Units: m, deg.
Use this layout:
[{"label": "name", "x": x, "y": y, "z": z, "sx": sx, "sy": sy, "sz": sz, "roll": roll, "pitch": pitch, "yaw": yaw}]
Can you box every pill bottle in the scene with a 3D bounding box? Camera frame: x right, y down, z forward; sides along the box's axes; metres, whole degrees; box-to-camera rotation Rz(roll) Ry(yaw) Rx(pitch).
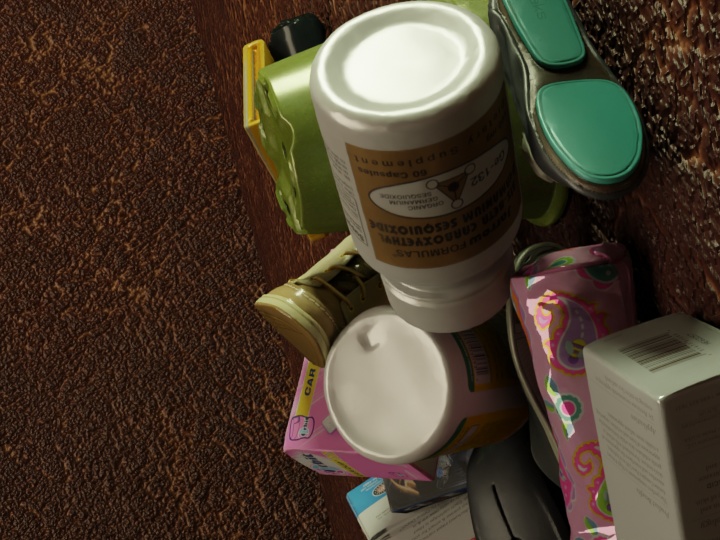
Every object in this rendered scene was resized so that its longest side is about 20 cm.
[{"label": "pill bottle", "x": 0.069, "y": 0.079, "z": 1.005, "sx": 0.200, "sy": 0.112, "sz": 0.113, "roll": 0, "pitch": -109, "yaw": -58}, {"label": "pill bottle", "x": 0.042, "y": -0.056, "z": 0.837, "sx": 0.200, "sy": 0.114, "sz": 0.115, "roll": 74, "pitch": 174, "yaw": -47}]

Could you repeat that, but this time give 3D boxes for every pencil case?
[{"label": "pencil case", "x": 0.156, "y": 0.084, "z": 0.860, "sx": 0.087, "sy": 0.087, "sz": 0.201, "roll": -173, "pitch": 68, "yaw": -79}]

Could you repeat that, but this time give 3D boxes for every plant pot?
[{"label": "plant pot", "x": 0.028, "y": -0.106, "z": 0.974, "sx": 0.200, "sy": 0.189, "sz": 0.201, "roll": 164, "pitch": 90, "yaw": -80}]

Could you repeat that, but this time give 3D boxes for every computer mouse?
[{"label": "computer mouse", "x": 0.132, "y": 0.197, "z": 1.055, "sx": 0.138, "sy": 0.053, "sz": 0.201, "roll": -40, "pitch": 48, "yaw": 31}]

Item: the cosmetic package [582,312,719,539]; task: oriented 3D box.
[{"label": "cosmetic package", "x": 0.192, "y": 0.137, "z": 0.762, "sx": 0.102, "sy": 0.074, "sz": 0.201, "roll": -136, "pitch": 31, "yaw": -70}]

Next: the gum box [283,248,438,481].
[{"label": "gum box", "x": 0.018, "y": 0.071, "z": 1.136, "sx": 0.066, "sy": 0.113, "sz": 0.201, "roll": 42, "pitch": -126, "yaw": -50}]

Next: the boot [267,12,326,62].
[{"label": "boot", "x": -0.063, "y": -0.216, "z": 1.577, "sx": 0.200, "sy": 0.076, "sz": 0.169, "roll": -69, "pitch": -37, "yaw": -83}]

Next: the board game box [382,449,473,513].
[{"label": "board game box", "x": 0.067, "y": 0.099, "z": 1.189, "sx": 0.035, "sy": 0.135, "sz": 0.201, "roll": 20, "pitch": -129, "yaw": -60}]

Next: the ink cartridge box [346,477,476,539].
[{"label": "ink cartridge box", "x": 0.088, "y": 0.237, "z": 1.207, "sx": 0.086, "sy": 0.146, "sz": 0.200, "roll": 59, "pitch": 177, "yaw": -26}]

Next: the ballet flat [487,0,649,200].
[{"label": "ballet flat", "x": 0.123, "y": -0.100, "z": 0.811, "sx": 0.073, "sy": 0.073, "sz": 0.201, "roll": 87, "pitch": 170, "yaw": -49}]

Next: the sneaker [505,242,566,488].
[{"label": "sneaker", "x": 0.138, "y": 0.080, "z": 0.959, "sx": 0.106, "sy": 0.074, "sz": 0.201, "roll": 174, "pitch": 81, "yaw": -80}]

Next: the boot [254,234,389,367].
[{"label": "boot", "x": 0.000, "y": 0.000, "z": 1.032, "sx": 0.073, "sy": 0.155, "sz": 0.200, "roll": 44, "pitch": 177, "yaw": 8}]

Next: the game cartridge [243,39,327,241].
[{"label": "game cartridge", "x": -0.088, "y": -0.156, "z": 1.632, "sx": 0.177, "sy": 0.032, "sz": 0.200, "roll": -96, "pitch": -19, "yaw": -48}]
